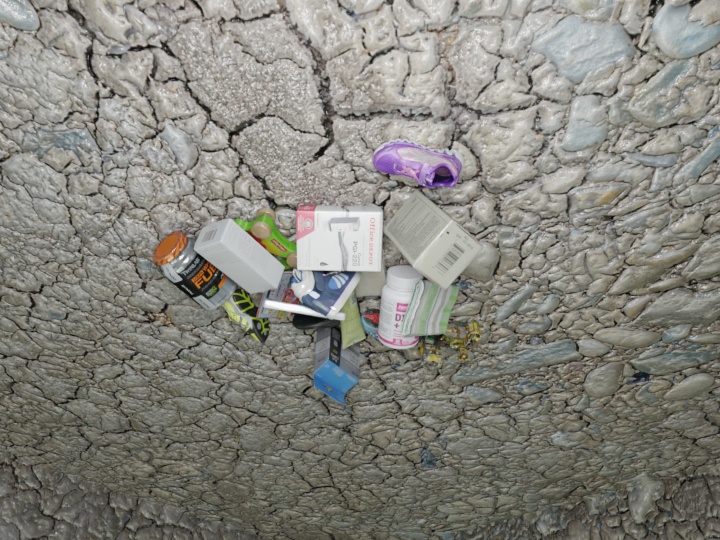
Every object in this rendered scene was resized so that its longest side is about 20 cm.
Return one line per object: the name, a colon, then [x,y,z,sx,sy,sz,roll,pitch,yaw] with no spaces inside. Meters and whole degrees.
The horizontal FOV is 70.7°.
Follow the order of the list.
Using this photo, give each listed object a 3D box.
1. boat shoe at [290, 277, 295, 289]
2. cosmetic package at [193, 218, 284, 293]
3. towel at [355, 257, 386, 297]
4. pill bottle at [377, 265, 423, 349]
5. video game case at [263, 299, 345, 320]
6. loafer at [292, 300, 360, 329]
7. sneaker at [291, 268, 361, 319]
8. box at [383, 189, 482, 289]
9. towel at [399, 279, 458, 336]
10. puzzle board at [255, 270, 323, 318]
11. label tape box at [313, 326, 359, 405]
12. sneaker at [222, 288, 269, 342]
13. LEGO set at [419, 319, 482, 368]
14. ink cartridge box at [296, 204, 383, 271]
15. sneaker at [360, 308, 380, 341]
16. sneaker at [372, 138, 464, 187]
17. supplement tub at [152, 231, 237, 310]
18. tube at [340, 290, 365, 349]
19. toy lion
boat shoe: [-0.107,0.042,1.345,0.071,0.063,0.200,20,179,34]
cosmetic package: [-0.288,-0.030,1.226,0.101,0.074,0.200,-11,141,34]
towel: [0.000,0.000,1.347,0.132,0.035,0.200,-4,137,8]
pill bottle: [0.109,0.096,1.348,0.113,0.113,0.201,3,112,-2]
video game case: [-0.149,0.103,1.306,0.199,0.023,0.182,10,174,-10]
loafer: [-0.094,0.139,1.456,0.199,0.073,0.072,-12,141,4]
sneaker: [-0.089,0.021,1.242,0.146,0.200,0.081,35,125,-2]
box: [0.154,-0.072,1.126,0.109,0.200,0.128,34,103,-29]
towel: [0.188,0.102,1.326,0.200,0.031,0.150,8,103,-49]
puzzle board: [-0.197,0.071,1.404,0.150,0.017,0.200,-1,139,-26]
label tape box: [-0.068,0.278,1.517,0.066,0.200,0.143,-30,128,26]
sneaker: [-0.333,0.133,1.476,0.076,0.076,0.200,-12,125,24]
LEGO set: [0.265,0.225,1.512,0.199,0.116,0.154,16,134,-15]
ink cartridge box: [-0.048,-0.076,1.193,0.199,0.085,0.146,1,105,-1]
sneaker: [0.081,0.175,1.512,0.200,0.079,0.096,27,145,-16]
sneaker: [0.124,-0.219,1.076,0.199,0.089,0.081,7,137,-4]
supplement tub: [-0.421,0.001,1.295,0.122,0.123,0.200,-21,132,22]
tube: [-0.031,0.126,1.390,0.058,0.052,0.200,-1,124,13]
toy lion: [-0.260,-0.063,1.275,0.191,0.069,0.200,-21,132,31]
